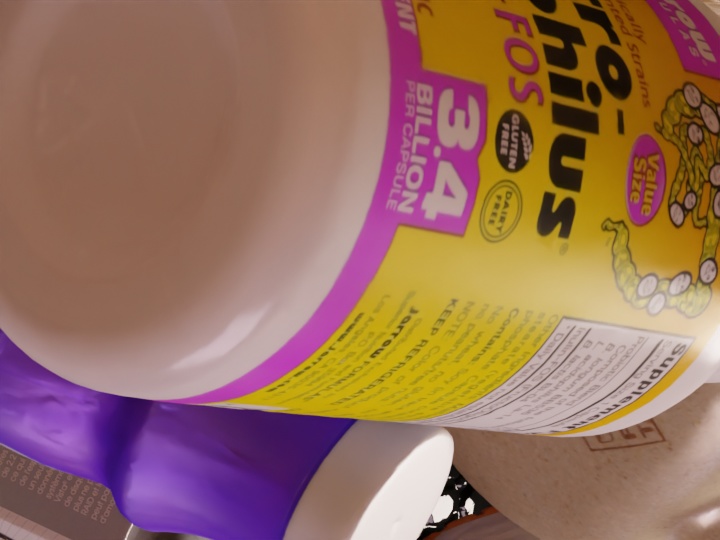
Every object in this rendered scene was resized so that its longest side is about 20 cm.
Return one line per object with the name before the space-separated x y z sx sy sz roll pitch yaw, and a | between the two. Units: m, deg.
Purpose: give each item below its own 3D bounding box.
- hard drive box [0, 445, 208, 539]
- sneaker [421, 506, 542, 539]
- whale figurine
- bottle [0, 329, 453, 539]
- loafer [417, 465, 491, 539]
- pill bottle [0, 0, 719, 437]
hard drive box | -0.140 0.042 0.925 0.200 0.077 0.156 24 164 12
sneaker | 0.030 0.129 0.893 0.200 0.092 0.076 -10 159 -18
whale figurine | 0.095 0.011 0.821 0.104 0.159 0.200 -39 -165 -31
bottle | -0.072 0.005 0.652 0.200 0.065 0.084 32 -170 19
loafer | 0.038 0.080 1.101 0.070 0.068 0.200 20 -172 35
pill bottle | 0.019 -0.020 0.584 0.104 0.104 0.200 -2 173 40
